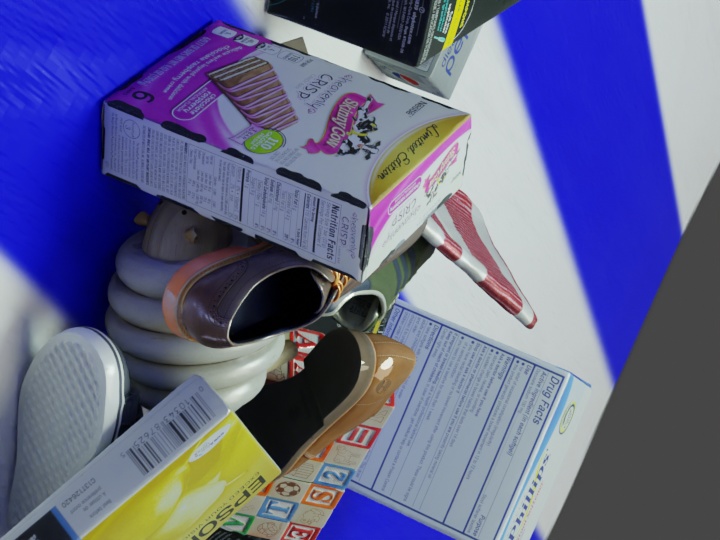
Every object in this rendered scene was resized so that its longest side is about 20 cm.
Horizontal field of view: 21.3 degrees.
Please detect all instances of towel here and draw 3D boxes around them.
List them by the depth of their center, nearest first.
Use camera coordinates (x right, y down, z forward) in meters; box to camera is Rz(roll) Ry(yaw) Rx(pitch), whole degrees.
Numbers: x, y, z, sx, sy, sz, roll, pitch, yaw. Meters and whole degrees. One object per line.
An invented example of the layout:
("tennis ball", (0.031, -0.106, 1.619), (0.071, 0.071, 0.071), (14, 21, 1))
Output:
("towel", (0.051, -0.051, 1.402), (0.023, 0.144, 0.200), (-40, 129, 12))

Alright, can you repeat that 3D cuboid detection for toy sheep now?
("toy sheep", (-0.109, 0.035, 1.302), (0.138, 0.138, 0.200), (-36, 127, -54))

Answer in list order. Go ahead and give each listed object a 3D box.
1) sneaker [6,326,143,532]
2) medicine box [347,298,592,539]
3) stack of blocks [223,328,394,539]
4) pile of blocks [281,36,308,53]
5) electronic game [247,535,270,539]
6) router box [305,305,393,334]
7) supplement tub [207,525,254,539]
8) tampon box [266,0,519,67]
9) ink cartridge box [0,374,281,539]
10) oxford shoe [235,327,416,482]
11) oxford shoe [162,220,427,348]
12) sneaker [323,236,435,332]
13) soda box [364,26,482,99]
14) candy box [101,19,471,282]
("sneaker", (-0.180, 0.109, 1.272), (0.079, 0.078, 0.200), (-25, 146, -45))
("medicine box", (0.087, 0.148, 1.798), (0.182, 0.200, 0.103), (-66, 159, -2))
("stack of blocks", (-0.061, 0.132, 1.514), (0.200, 0.115, 0.059), (117, -20, -44))
("pile of blocks", (-0.055, -0.093, 1.424), (0.062, 0.082, 0.200), (-18, 134, -5))
("electronic game", (-0.103, 0.268, 1.678), (0.200, 0.042, 0.200), (-40, 138, -48))
("router box", (0.005, -0.005, 1.598), (0.157, 0.052, 0.200), (25, 85, -82))
("supplement tub", (-0.095, 0.269, 1.474), (0.123, 0.200, 0.123), (-51, 155, -36))
("tampon box", (0.045, -0.259, 1.380), (0.200, 0.126, 0.150), (-39, 146, -52))
("ink cartridge box", (-0.146, 0.175, 1.277), (0.198, 0.047, 0.200), (-42, 153, -6))
("oxford shoe", (-0.031, 0.108, 1.397), (0.071, 0.071, 0.200), (5, 150, -39))
("oxford shoe", (-0.026, 0.002, 1.227), (0.200, 0.073, 0.071), (-29, 121, -28))
("sneaker", (0.000, 0.000, 1.372), (0.200, 0.067, 0.090), (14, 81, -69))
("soda box", (0.079, -0.247, 1.565), (0.200, 0.063, 0.068), (-66, 160, -4))
("candy box", (-0.048, -0.082, 1.230), (0.136, 0.200, 0.061), (-45, 150, -46))
